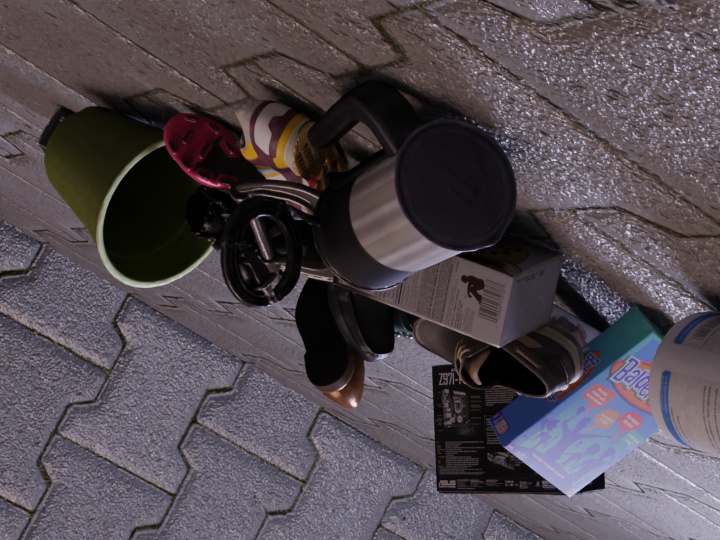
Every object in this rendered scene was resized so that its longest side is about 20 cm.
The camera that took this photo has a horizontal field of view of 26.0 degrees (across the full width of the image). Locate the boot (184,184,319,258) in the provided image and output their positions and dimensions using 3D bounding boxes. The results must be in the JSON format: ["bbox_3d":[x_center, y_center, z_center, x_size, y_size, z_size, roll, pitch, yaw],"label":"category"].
[{"bbox_3d":[-0.127,-0.056,1.832,0.162,0.074,0.198,16,-171,-19],"label":"boot"}]

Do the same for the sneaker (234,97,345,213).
[{"bbox_3d":[-0.075,-0.119,1.609,0.090,0.075,0.200,31,163,16],"label":"sneaker"}]

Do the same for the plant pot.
[{"bbox_3d":[-0.288,-0.109,1.906,0.190,0.200,0.200,33,175,38],"label":"plant pot"}]

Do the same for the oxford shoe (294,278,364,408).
[{"bbox_3d":[-0.029,0.074,1.774,0.071,0.200,0.071,-20,134,18],"label":"oxford shoe"}]

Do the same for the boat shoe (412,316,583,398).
[{"bbox_3d":[0.131,0.080,1.608,0.199,0.073,0.075,12,124,36],"label":"boat shoe"}]

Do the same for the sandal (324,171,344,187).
[{"bbox_3d":[0.050,-0.075,1.558,0.200,0.043,0.076,19,-166,39],"label":"sandal"}]

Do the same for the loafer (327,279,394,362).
[{"bbox_3d":[0.000,0.000,1.699,0.068,0.201,0.070,-12,176,-38],"label":"loafer"}]

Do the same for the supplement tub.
[{"bbox_3d":[0.373,0.115,1.412,0.132,0.132,0.200,36,167,-35],"label":"supplement tub"}]

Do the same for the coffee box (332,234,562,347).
[{"bbox_3d":[0.087,-0.001,1.578,0.199,0.080,0.113,21,-158,29],"label":"coffee box"}]

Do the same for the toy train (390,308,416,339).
[{"bbox_3d":[0.052,0.022,1.773,0.085,0.114,0.200,16,176,-28],"label":"toy train"}]

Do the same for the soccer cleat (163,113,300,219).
[{"bbox_3d":[-0.132,-0.111,1.768,0.200,0.070,0.086,29,179,9],"label":"soccer cleat"}]

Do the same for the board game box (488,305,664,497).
[{"bbox_3d":[0.257,0.143,1.664,0.152,0.200,0.045,38,-163,-43],"label":"board game box"}]

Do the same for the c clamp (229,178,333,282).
[{"bbox_3d":[-0.086,-0.038,1.634,0.170,0.027,0.200,16,150,15],"label":"c clamp"}]

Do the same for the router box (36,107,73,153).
[{"bbox_3d":[-0.334,-0.136,2.149,0.199,0.062,0.150,27,170,6],"label":"router box"}]

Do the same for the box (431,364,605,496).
[{"bbox_3d":[0.194,0.194,1.934,0.199,0.164,0.086,-6,175,37],"label":"box"}]

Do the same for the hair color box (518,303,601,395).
[{"bbox_3d":[0.222,0.103,1.728,0.060,0.100,0.200,18,174,41],"label":"hair color box"}]

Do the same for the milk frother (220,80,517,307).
[{"bbox_3d":[0.000,-0.042,1.372,0.180,0.200,0.188,39,156,-11],"label":"milk frother"}]
